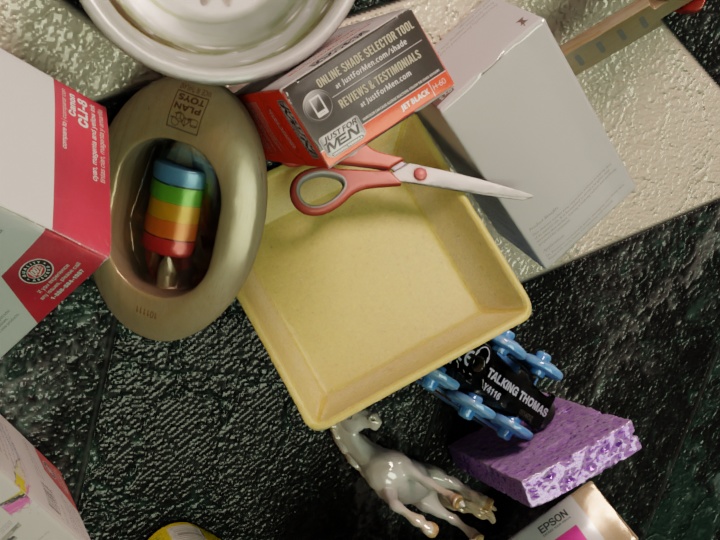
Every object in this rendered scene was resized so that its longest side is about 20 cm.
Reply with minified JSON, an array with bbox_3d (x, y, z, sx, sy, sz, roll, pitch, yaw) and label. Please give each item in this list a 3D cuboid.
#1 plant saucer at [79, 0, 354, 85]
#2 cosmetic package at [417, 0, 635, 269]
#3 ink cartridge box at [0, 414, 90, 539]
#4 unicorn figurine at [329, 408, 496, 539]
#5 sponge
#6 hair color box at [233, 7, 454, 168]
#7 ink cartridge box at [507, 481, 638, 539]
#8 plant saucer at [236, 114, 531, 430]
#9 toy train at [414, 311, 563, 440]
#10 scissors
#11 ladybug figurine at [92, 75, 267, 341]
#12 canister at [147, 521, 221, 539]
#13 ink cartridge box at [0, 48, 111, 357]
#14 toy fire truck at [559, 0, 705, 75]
[{"bbox_3d":[-0.096,-0.218,0.839,0.199,0.050,0.201,1,85,-7],"label":"plant saucer"},{"bbox_3d":[0.131,-0.111,1.036,0.113,0.081,0.200,-40,126,-5],"label":"cosmetic package"},{"bbox_3d":[-0.288,0.142,0.915,0.067,0.116,0.200,-38,126,-5],"label":"ink cartridge box"},{"bbox_3d":[0.042,0.183,1.127,0.074,0.137,0.200,-48,143,-12],"label":"unicorn figurine"},{"bbox_3d":[0.158,0.157,1.127,0.111,0.200,0.030,-27,98,-12],"label":"sponge"},{"bbox_3d":[-0.021,-0.123,0.866,0.101,0.200,0.061,-34,103,-9],"label":"hair color box"},{"bbox_3d":[0.161,0.304,1.230,0.200,0.075,0.165,-32,160,-11],"label":"ink cartridge box"},{"bbox_3d":[0.000,0.000,0.985,0.199,0.200,0.048,-27,166,-14],"label":"plant saucer"},{"bbox_3d":[0.087,0.079,1.090,0.200,0.114,0.087,35,80,-37],"label":"toy train"},{"bbox_3d":[0.035,-0.083,0.983,0.199,0.014,0.074,-4,74,-7],"label":"scissors"},{"bbox_3d":[-0.126,-0.049,0.911,0.072,0.135,0.201,-34,143,-69],"label":"ladybug figurine"},{"bbox_3d":[-0.105,0.313,1.054,0.087,0.200,0.148,-47,127,1],"label":"canister"},{"bbox_3d":[-0.277,-0.059,0.770,0.145,0.145,0.200,-37,133,28],"label":"ink cartridge box"},{"bbox_3d":[0.213,-0.260,0.973,0.176,0.128,0.201,28,80,-37],"label":"toy fire truck"}]
